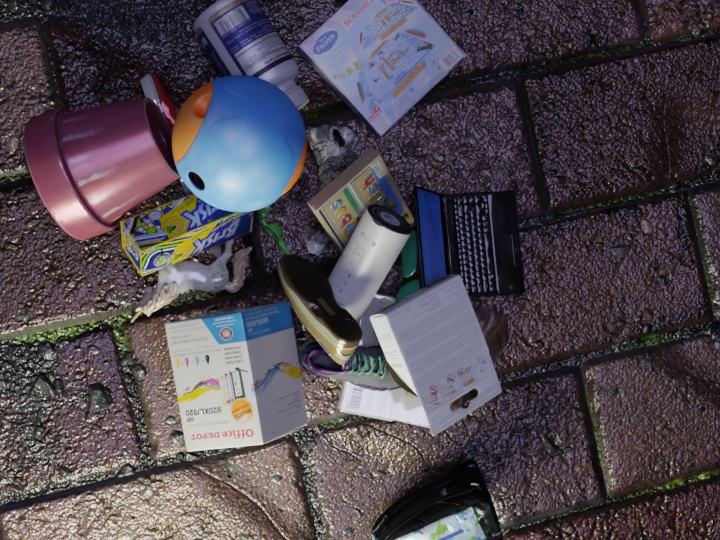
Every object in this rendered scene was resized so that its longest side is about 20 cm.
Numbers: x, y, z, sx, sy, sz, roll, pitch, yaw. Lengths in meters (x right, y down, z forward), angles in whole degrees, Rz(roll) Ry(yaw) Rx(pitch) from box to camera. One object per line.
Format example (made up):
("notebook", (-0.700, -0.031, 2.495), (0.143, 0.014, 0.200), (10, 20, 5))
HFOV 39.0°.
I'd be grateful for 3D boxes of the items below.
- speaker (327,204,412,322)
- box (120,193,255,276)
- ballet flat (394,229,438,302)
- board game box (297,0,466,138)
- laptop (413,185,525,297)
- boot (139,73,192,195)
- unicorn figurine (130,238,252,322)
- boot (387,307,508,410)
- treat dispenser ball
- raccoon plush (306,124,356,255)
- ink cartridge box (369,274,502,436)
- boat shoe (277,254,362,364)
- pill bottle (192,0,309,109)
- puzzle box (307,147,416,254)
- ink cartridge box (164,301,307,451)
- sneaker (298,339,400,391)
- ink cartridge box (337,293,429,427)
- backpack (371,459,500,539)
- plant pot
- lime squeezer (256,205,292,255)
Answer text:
("speaker", (0.000, 0.000, 1.596), (0.081, 0.081, 0.200), (26, 114, -7))
("box", (-0.264, -0.069, 1.567), (0.200, 0.064, 0.070), (-25, 61, -26))
("ballet flat", (0.097, 0.027, 1.638), (0.074, 0.074, 0.201), (14, 62, -7))
("board game box", (0.035, -0.358, 1.674), (0.200, 0.041, 0.200), (-43, 95, -6))
("laptop", (0.179, -0.048, 1.649), (0.199, 0.103, 0.178), (-3, 84, -10))
("boot", (-0.256, -0.239, 1.622), (0.144, 0.072, 0.201), (-27, 101, -7))
("unicorn figurine", (-0.277, 0.003, 1.609), (0.199, 0.074, 0.138), (-2, 70, 9))
("boot", (0.148, 0.123, 1.614), (0.200, 0.064, 0.186), (-53, 132, -13))
("treat dispenser ball", (-0.179, -0.188, 1.506), (0.200, 0.201, 0.202), (0, 90, -8))
("raccoon plush", (-0.064, -0.141, 1.639), (0.134, 0.097, 0.200), (37, 85, 2))
("ink cartridge box", (0.119, 0.127, 1.548), (0.160, 0.047, 0.201), (-26, 99, -34))
("boat shoe", (-0.075, 0.063, 1.570), (0.071, 0.076, 0.200), (-11, 50, -33))
("pill bottle", (-0.168, -0.332, 1.612), (0.111, 0.111, 0.200), (-33, 94, -7))
("puzzle box", (0.006, -0.089, 1.606), (0.133, 0.200, 0.025), (-42, 54, -5))
("ink cartridge box", (-0.188, 0.162, 1.563), (0.147, 0.145, 0.201), (-9, 91, 26))
("sneaker", (0.001, 0.154, 1.600), (0.199, 0.088, 0.075), (6, 89, -6))
("ink cartridge box", (0.068, 0.149, 1.674), (0.176, 0.045, 0.201), (13, 88, -7))
("backpack", (0.117, 0.412, 1.628), (0.199, 0.163, 0.154), (-17, 107, -1))
("plant pot", (-0.374, -0.168, 1.520), (0.178, 0.200, 0.201), (-21, 93, 7))
("lime squeezer", (-0.134, -0.084, 1.659), (0.070, 0.038, 0.201), (-11, 90, -39))
